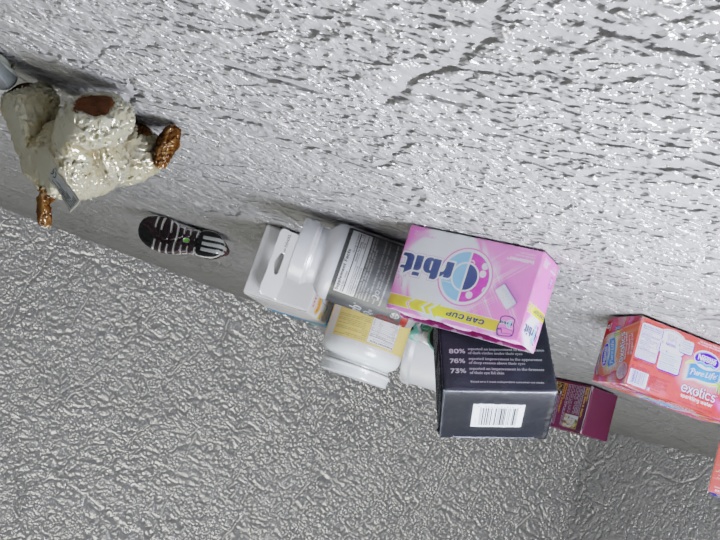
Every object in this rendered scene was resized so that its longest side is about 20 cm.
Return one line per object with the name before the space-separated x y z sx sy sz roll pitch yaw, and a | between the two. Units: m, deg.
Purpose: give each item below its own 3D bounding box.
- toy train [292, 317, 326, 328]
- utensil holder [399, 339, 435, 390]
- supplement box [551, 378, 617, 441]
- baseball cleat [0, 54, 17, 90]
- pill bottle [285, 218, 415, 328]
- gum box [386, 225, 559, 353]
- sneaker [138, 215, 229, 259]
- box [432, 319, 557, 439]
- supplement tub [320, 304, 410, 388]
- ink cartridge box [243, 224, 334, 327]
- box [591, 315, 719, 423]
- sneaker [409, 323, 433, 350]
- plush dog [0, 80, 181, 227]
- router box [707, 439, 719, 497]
toy train | -0.120 0.113 2.375 0.198 0.086 0.114 20 -179 -3
utensil holder | 0.201 0.178 1.774 0.198 0.171 0.170 15 171 14
supplement box | 0.575 0.371 2.312 0.103 0.132 0.200 21 172 -28
baseball cleat | -0.471 -0.218 0.915 0.069 0.107 0.199 4 166 43
pill bottle | 0.000 0.000 1.245 0.198 0.117 0.116 19 172 -1
gum box | 0.134 0.020 1.081 0.199 0.114 0.066 14 171 32
sneaker | -0.375 -0.058 1.854 0.198 0.076 0.116 16 174 12
box | 0.174 0.115 1.152 0.147 0.201 0.105 1 135 2
supplement tub | 0.018 0.093 1.507 0.144 0.202 0.145 18 172 3
ink cartridge box | -0.112 0.012 1.524 0.124 0.130 0.200 16 172 13
box | 0.450 0.143 1.227 0.199 0.103 0.095 19 172 -12
sneaker | 0.171 0.119 1.552 0.139 0.078 0.200 23 -179 -33
plush dog | -0.310 -0.139 1.023 0.199 0.162 0.171 15 -162 35
router box | 0.774 0.385 1.783 0.049 0.181 0.200 13 170 28
